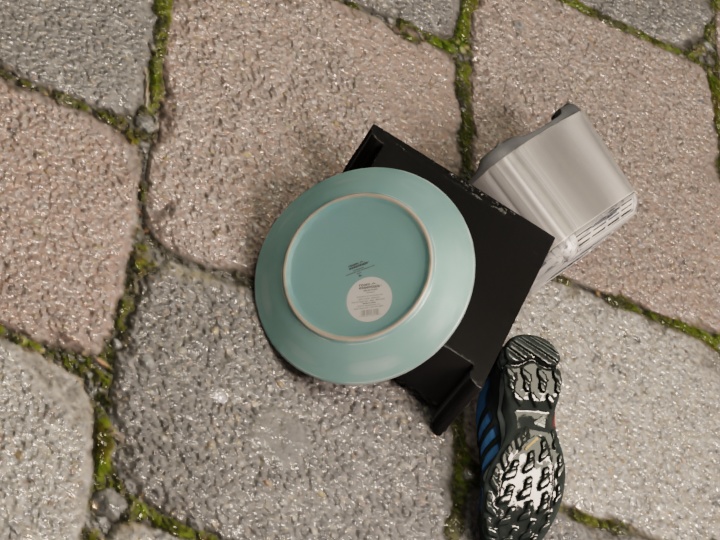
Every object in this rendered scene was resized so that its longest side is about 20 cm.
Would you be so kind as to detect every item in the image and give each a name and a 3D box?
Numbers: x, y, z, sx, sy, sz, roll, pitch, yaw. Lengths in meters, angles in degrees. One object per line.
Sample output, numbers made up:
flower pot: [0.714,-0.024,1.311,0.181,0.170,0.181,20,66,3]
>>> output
toaster: [0.175,-0.066,2.021,0.129,0.114,0.200,52,43,6]
bookend: [0.043,0.007,1.890,0.198,0.092,0.200,31,50,-3]
plate: [0.000,0.000,1.814,0.026,0.200,0.201,53,15,-64]
hiking shoe: [0.137,0.160,1.853,0.074,0.087,0.201,13,74,-13]
